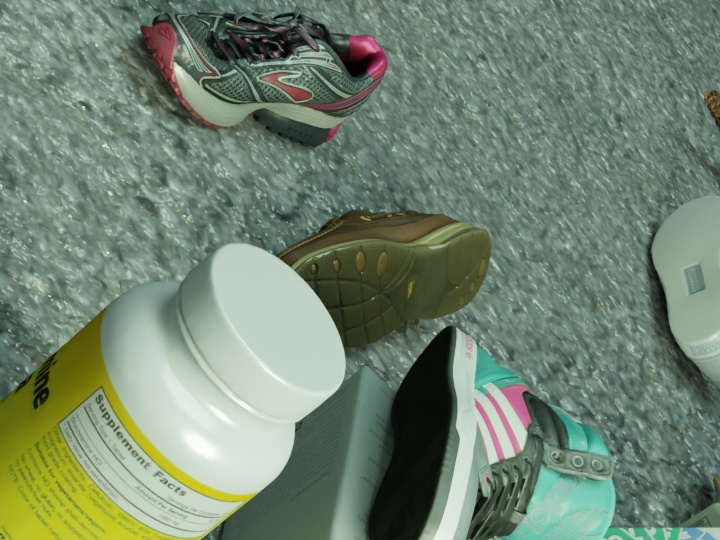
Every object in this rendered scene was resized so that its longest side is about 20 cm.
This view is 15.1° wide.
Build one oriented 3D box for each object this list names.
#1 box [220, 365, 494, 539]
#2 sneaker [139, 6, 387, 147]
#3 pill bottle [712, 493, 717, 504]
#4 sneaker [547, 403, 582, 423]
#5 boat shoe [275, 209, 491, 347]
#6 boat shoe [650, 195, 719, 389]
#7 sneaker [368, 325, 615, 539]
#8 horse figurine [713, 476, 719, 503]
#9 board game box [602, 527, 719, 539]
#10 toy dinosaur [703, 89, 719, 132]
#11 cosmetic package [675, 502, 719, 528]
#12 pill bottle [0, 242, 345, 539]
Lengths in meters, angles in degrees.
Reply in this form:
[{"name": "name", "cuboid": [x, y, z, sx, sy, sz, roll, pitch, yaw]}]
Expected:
[{"name": "box", "cuboid": [0.009, 0.177, 1.431, 0.152, 0.106, 0.200, 43, 27, -17]}, {"name": "sneaker", "cuboid": [-0.065, -0.139, 1.756, 0.200, 0.075, 0.081, 6, 50, -53]}, {"name": "pill bottle", "cuboid": [0.293, 0.189, 1.849, 0.113, 0.113, 0.200, 43, 27, -15]}, {"name": "sneaker", "cuboid": [0.078, 0.124, 1.640, 0.140, 0.078, 0.200, 36, 26, -22]}, {"name": "boat shoe", "cuboid": [0.000, 0.000, 1.703, 0.067, 0.072, 0.200, 26, 22, 32]}, {"name": "boat shoe", "cuboid": [0.273, 0.017, 2.097, 0.200, 0.072, 0.069, -95, 160, -58]}, {"name": "sneaker", "cuboid": [0.072, 0.118, 1.402, 0.120, 0.084, 0.200, 34, 27, -11]}, {"name": "horse figurine", "cuboid": [0.260, 0.178, 1.615, 0.050, 0.200, 0.133, 0, 78, -20]}, {"name": "board game box", "cuboid": [0.202, 0.178, 1.466, 0.199, 0.030, 0.096, 4, 36, -19]}, {"name": "toy dinosaur", "cuboid": [0.355, -0.062, 2.318, 0.199, 0.102, 0.136, 31, 6, -7]}, {"name": "cosmetic package", "cuboid": [0.206, 0.237, 1.508, 0.073, 0.103, 0.200, 47, 14, -38]}, {"name": "pill bottle", "cuboid": [-0.104, 0.078, 1.277, 0.112, 0.200, 0.113, 37, 29, -25]}]
